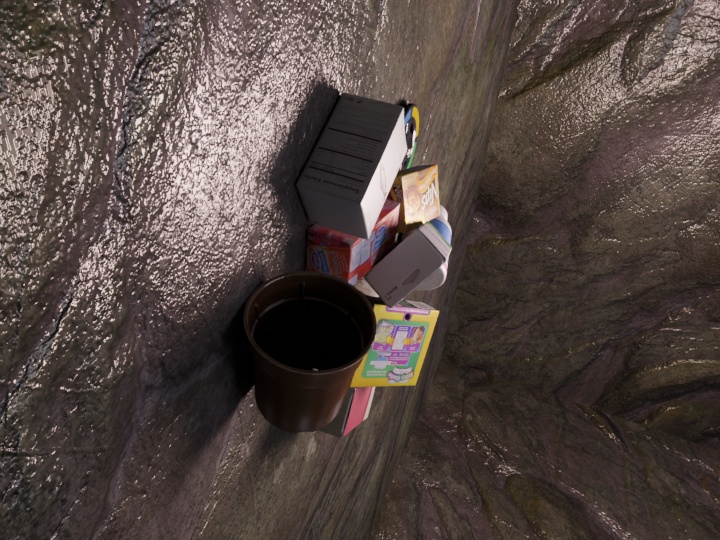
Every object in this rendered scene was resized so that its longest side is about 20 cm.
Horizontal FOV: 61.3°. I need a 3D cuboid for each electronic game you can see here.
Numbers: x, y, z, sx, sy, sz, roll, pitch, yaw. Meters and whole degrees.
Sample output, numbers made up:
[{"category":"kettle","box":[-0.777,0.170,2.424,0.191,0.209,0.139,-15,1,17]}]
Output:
[{"category":"electronic game","box":[0.101,-0.292,1.436,0.200,0.041,0.202,17,90,-75]}]

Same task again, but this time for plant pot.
[{"category":"plant pot","box":[-0.088,0.140,0.967,0.201,0.199,0.199,-58,166,-45]}]

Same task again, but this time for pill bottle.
[{"category":"pill bottle","box":[0.155,-0.063,1.423,0.113,0.111,0.201,88,13,-50]}]

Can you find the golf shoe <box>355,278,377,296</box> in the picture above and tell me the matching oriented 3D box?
[{"category":"golf shoe","box":[0.000,0.000,1.333,0.092,0.072,0.201,-45,137,-48]}]

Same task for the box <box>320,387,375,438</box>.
[{"category":"box","box":[-0.054,0.267,1.306,0.200,0.127,0.110,6,100,-75]}]

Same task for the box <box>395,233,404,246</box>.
[{"category":"box","box":[0.093,0.013,1.475,0.111,0.034,0.201,86,16,-45]}]

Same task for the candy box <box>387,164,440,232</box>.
[{"category":"candy box","box":[0.110,-0.157,1.304,0.200,0.055,0.117,-30,119,-59]}]

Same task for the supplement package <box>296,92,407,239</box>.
[{"category":"supplement package","box":[-0.009,-0.175,1.023,0.117,0.116,0.201,76,34,-63]}]

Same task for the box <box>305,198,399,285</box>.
[{"category":"box","box":[-0.012,-0.061,1.137,0.200,0.095,0.100,-43,148,-49]}]

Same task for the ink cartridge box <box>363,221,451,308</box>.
[{"category":"ink cartridge box","box":[0.100,-0.017,1.220,0.145,0.084,0.200,-42,179,14]}]

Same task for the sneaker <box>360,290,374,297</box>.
[{"category":"sneaker","box":[0.001,0.134,1.309,0.074,0.115,0.201,-56,159,-51]}]

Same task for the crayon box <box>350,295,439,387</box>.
[{"category":"crayon box","box":[0.056,0.148,1.243,0.199,0.058,0.174,9,102,-44]}]
